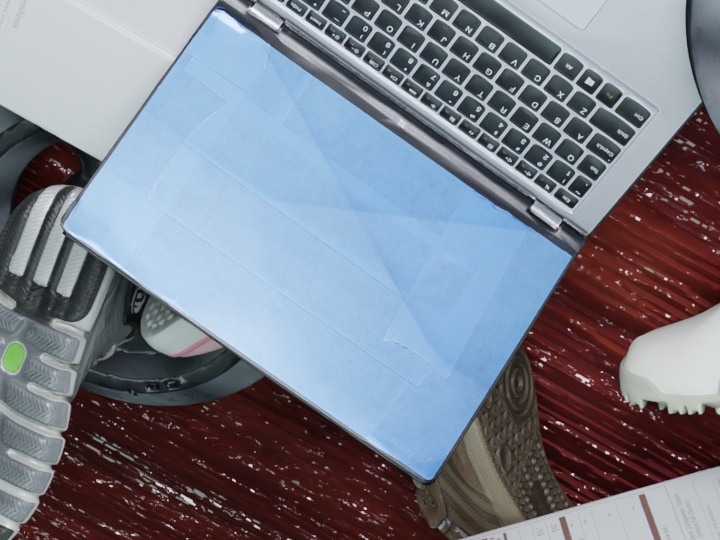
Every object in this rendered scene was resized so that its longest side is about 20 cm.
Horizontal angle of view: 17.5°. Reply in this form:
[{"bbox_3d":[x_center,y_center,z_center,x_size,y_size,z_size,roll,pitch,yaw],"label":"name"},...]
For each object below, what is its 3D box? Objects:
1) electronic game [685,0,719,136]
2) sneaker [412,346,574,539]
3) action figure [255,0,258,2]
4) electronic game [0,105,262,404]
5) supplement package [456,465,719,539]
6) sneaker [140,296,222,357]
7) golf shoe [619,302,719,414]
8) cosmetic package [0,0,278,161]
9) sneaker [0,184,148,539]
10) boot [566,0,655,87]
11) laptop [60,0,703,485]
[{"bbox_3d":[0.223,-0.107,0.901,0.199,0.042,0.201,-3,120,-6],"label":"electronic game"},{"bbox_3d":[0.053,0.099,1.175,0.075,0.071,0.200,-3,125,28],"label":"sneaker"},{"bbox_3d":[-0.009,-0.195,0.965,0.130,0.069,0.200,35,130,6],"label":"action figure"},{"bbox_3d":[-0.117,-0.018,1.166,0.199,0.042,0.201,8,124,12],"label":"electronic game"},{"bbox_3d":[0.137,0.186,1.124,0.199,0.117,0.117,-16,124,2],"label":"supplement package"},{"bbox_3d":[0.000,0.000,1.083,0.200,0.075,0.105,-36,116,12],"label":"sneaker"},{"bbox_3d":[0.199,0.003,1.042,0.199,0.078,0.098,-17,101,28],"label":"golf shoe"},{"bbox_3d":[-0.116,-0.121,1.045,0.200,0.113,0.081,32,133,1],"label":"cosmetic package"},{"bbox_3d":[-0.150,0.055,1.111,0.075,0.115,0.200,30,99,12],"label":"sneaker"},{"bbox_3d":[0.113,-0.159,0.945,0.199,0.070,0.147,-13,115,31],"label":"boot"},{"bbox_3d":[0.018,-0.056,0.931,0.187,0.116,0.200,35,128,-4],"label":"laptop"}]
